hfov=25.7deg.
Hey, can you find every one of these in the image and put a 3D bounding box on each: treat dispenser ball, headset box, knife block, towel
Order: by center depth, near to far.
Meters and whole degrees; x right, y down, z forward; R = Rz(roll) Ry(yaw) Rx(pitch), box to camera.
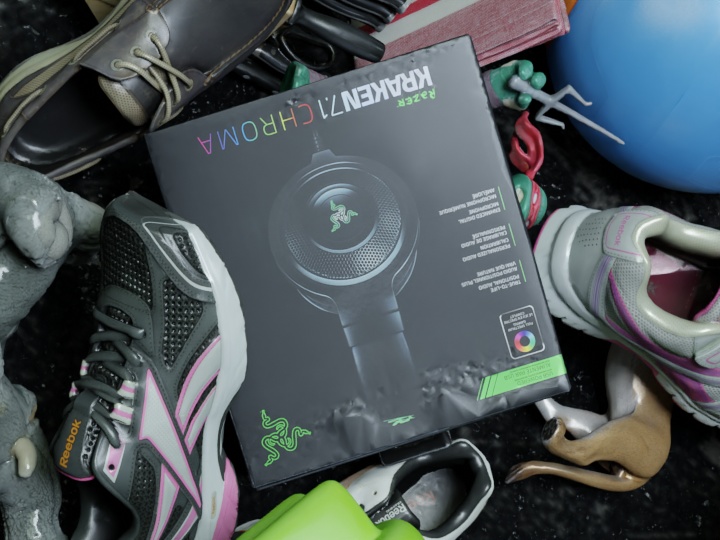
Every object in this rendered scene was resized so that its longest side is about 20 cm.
[{"bbox_3d":[0.000,0.000,0.821,0.173,0.093,0.202,-16,96,0],"label":"headset box"},{"bbox_3d":[-0.069,-0.174,0.889,0.174,0.200,0.065,1,64,15],"label":"knife block"},{"bbox_3d":[0.209,-0.148,0.945,0.199,0.201,0.203,6,67,-15],"label":"treat dispenser ball"},{"bbox_3d":[0.052,-0.203,0.964,0.023,0.143,0.202,30,49,-48],"label":"towel"}]

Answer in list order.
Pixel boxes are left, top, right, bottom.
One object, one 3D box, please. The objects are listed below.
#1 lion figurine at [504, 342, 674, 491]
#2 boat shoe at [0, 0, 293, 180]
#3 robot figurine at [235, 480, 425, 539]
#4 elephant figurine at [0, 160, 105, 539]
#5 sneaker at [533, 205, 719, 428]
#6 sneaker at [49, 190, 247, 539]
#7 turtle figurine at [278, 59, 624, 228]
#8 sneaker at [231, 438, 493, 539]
[{"bbox_3d":[0.167,0.062,0.929,0.122,0.072,0.201,35,76,-23],"label":"lion figurine"},{"bbox_3d":[-0.115,-0.103,0.842,0.074,0.199,0.074,45,24,-31],"label":"boat shoe"},{"bbox_3d":[0.013,0.199,0.733,0.115,0.175,0.201,-36,92,-30],"label":"robot figurine"},{"bbox_3d":[-0.209,0.047,0.784,0.154,0.142,0.202,13,79,19],"label":"elephant figurine"},{"bbox_3d":[0.191,0.029,0.852,0.199,0.088,0.082,27,75,-18],"label":"sneaker"},{"bbox_3d":[-0.108,0.066,0.761,0.086,0.080,0.202,-22,117,-41],"label":"sneaker"},{"bbox_3d":[0.043,-0.050,0.910,0.198,0.101,0.151,12,89,-11],"label":"turtle figurine"},{"bbox_3d":[-0.014,0.143,0.826,0.199,0.080,0.074,-32,83,-24],"label":"sneaker"}]
